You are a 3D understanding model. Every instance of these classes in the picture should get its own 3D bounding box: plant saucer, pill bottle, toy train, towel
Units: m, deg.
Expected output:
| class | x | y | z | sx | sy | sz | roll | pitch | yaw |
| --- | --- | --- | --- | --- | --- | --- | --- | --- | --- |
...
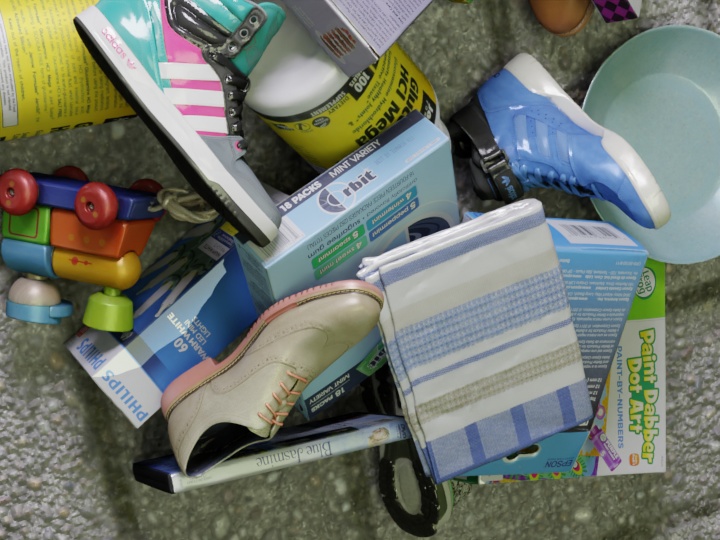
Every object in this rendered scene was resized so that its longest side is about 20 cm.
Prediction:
| class | x | y | z | sx | sy | sz | roll | pitch | yaw |
| --- | --- | --- | --- | --- | --- | --- | --- | --- | --- |
| plant saucer | 0.267 | -0.107 | 1.476 | 0.199 | 0.039 | 0.204 | 0 | 91 | -20 |
| pill bottle | -0.008 | -0.128 | 1.301 | 0.113 | 0.112 | 0.200 | -55 | 144 | -4 |
| pill bottle | -0.209 | -0.160 | 1.242 | 0.198 | 0.112 | 0.114 | -12 | 104 | -18 |
| toy train | -0.175 | -0.007 | 1.256 | 0.084 | 0.198 | 0.117 | -12 | 110 | -64 |
| towel | 0.088 | 0.054 | 1.277 | 0.146 | 0.024 | 0.202 | -21 | 119 | -6 |

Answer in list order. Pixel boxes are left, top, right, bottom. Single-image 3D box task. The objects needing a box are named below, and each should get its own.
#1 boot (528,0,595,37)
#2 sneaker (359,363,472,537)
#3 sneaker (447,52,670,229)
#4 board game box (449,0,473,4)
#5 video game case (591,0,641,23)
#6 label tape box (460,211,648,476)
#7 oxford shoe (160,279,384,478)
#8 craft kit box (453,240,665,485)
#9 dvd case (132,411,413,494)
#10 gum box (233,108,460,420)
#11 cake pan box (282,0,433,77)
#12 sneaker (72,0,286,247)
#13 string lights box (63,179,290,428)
| class | x | y | z | sx | sy | sz | roll | pitch | yaw |
| --- | --- | --- | --- | --- | --- | --- | --- | --- | --- |
| boot | 0.125 | -0.270 | 1.334 | 0.155 | 0.076 | 0.202 | -30 | 124 | -53 |
| sneaker | 0.055 | 0.115 | 1.445 | 0.088 | 0.076 | 0.202 | -18 | 107 | -50 |
| sneaker | 0.150 | -0.077 | 1.378 | 0.111 | 0.200 | 0.077 | -40 | 152 | -3 |
| board game box | 0.082 | -0.319 | 1.348 | 0.095 | 0.030 | 0.202 | 15 | 87 | -58 |
| video game case | 0.179 | -0.323 | 1.329 | 0.200 | 0.035 | 0.183 | 47 | 49 | -47 |
| label tape box | 0.127 | 0.060 | 1.354 | 0.142 | 0.066 | 0.202 | 2 | 117 | -30 |
| oxford shoe | -0.057 | 0.080 | 1.229 | 0.199 | 0.074 | 0.071 | -38 | 135 | 25 |
| craft kit box | 0.169 | 0.074 | 1.448 | 0.196 | 0.048 | 0.203 | 0 | 89 | -32 |
| dvd case | -0.069 | 0.140 | 1.347 | 0.198 | 0.143 | 0.018 | -12 | 91 | -19 |
| gum box | 0.000 | 0.000 | 1.300 | 0.169 | 0.045 | 0.201 | -35 | 146 | -17 |
| cake pan box | -0.010 | -0.266 | 1.188 | 0.200 | 0.052 | 0.185 | 47 | 59 | -14 |
| sneaker | -0.090 | -0.126 | 1.179 | 0.120 | 0.084 | 0.201 | -39 | 100 | -9 |
| string lights box | -0.126 | 0.022 | 1.323 | 0.200 | 0.103 | 0.059 | -43 | 113 | -9 |
